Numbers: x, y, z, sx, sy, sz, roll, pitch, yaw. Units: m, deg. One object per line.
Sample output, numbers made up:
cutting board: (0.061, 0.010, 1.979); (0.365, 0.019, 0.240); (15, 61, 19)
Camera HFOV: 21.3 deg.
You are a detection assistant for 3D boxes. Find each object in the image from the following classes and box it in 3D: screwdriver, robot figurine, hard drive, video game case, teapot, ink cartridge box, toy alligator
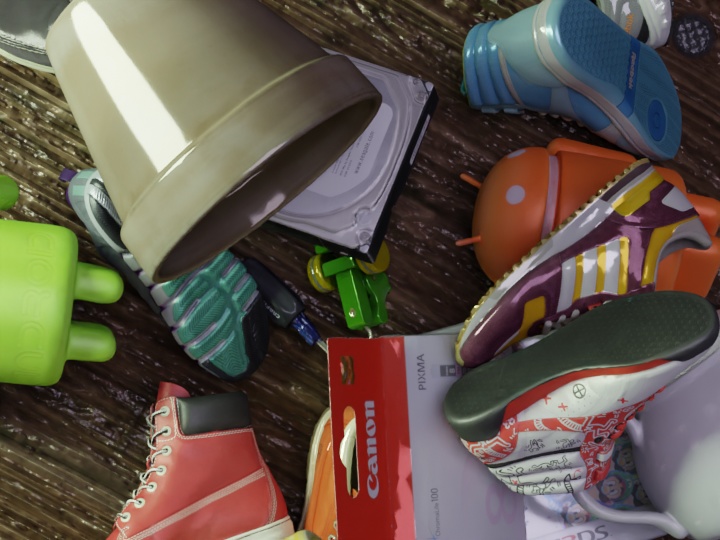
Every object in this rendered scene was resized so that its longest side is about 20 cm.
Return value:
screwdriver: (-0.022, 0.066, 1.428); (0.029, 0.028, 0.200); (-44, 79, 12)
robot figurine: (-0.271, 0.020, 1.356); (0.200, 0.116, 0.176); (6, 95, -11)
hard drive: (-0.059, -0.102, 1.416); (0.200, 0.038, 0.140); (20, 79, 15)
video game case: (0.128, 0.130, 1.476); (0.182, 0.024, 0.200); (-14, 87, -13)
teapot: (0.269, 0.098, 1.429); (0.197, 0.200, 0.146); (-39, 90, 31)
ink cartridge box: (0.051, 0.125, 1.361); (0.057, 0.200, 0.163); (-6, 85, 27)
robot figurine: (0.171, -0.029, 1.448); (0.200, 0.117, 0.144); (10, 89, -2)
toy alligator: (0.000, 0.000, 1.450); (0.054, 0.059, 0.200); (-16, 87, -53)

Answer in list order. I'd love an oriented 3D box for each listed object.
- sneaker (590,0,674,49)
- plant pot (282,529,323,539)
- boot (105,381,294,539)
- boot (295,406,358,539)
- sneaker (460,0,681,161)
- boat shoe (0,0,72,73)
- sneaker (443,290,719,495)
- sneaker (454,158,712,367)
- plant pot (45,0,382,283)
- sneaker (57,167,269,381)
sneaker: (0.184, -0.265, 1.504); (0.079, 0.074, 0.200); (-16, 88, -8)
plant pot: (-0.070, 0.285, 1.310); (0.189, 0.201, 0.201); (-38, 93, 1)
boot: (-0.160, 0.163, 1.391); (0.200, 0.072, 0.144); (-19, 88, -21)
boot: (-0.008, 0.195, 1.400); (0.075, 0.107, 0.200); (4, 85, -13)
sneaker: (0.156, -0.142, 1.488); (0.200, 0.131, 0.080); (38, 56, -41)
boat shoe: (-0.184, -0.179, 1.400); (0.200, 0.065, 0.072); (12, 74, 8)
sneaker: (0.168, 0.089, 1.333); (0.201, 0.067, 0.108); (-24, 130, 17)
sneaker: (0.157, 0.014, 1.351); (0.200, 0.075, 0.090); (-43, 84, -4)
plant pot: (-0.114, -0.118, 1.291); (0.200, 0.200, 0.174); (-37, 83, -13)
sneaker: (-0.143, -0.004, 1.418); (0.074, 0.088, 0.200); (-44, 118, -19)
